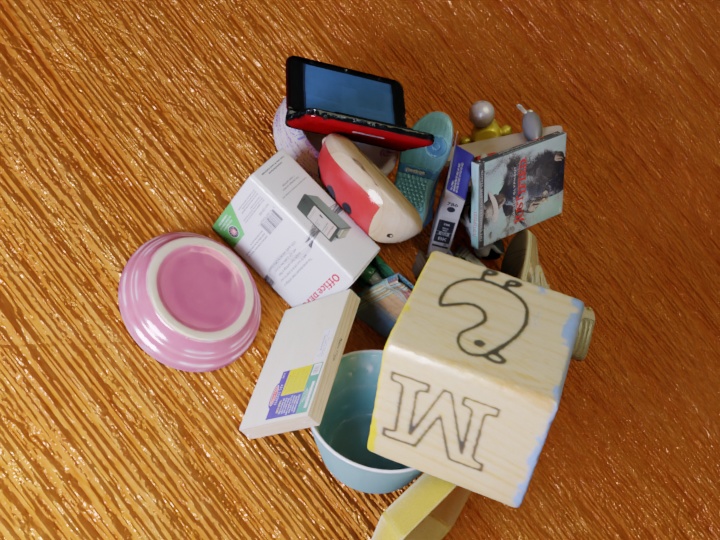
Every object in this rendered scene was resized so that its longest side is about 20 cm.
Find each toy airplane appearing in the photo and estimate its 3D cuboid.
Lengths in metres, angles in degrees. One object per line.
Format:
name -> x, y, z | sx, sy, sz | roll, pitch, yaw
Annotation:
toy airplane -> 0.212, -0.215, 1.515 | 0.199, 0.198, 0.143 | -25, 113, -27

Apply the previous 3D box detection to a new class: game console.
game console -> -0.003, -0.252, 1.307 | 0.198, 0.172, 0.120 | 8, 90, -21

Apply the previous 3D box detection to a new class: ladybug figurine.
ladybug figurine -> 0.005, -0.112, 1.257 | 0.200, 0.072, 0.136 | 49, 9, 22

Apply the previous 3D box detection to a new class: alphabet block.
alphabet block -> 0.138, 0.129, 1.077 | 0.198, 0.198, 0.196 | 18, 40, 11

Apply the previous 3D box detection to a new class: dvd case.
dvd case -> 0.257, -0.132, 1.442 | 0.198, 0.148, 0.022 | -21, 32, -30

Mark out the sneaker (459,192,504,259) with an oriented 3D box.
sneaker -> 0.216, -0.081, 1.540 | 0.200, 0.074, 0.117 | -54, 130, -59

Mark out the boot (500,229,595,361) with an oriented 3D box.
boot -> 0.311, 0.042, 1.472 | 0.153, 0.072, 0.202 | 15, 65, -21

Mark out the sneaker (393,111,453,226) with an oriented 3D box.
sneaker -> 0.097, -0.153, 1.437 | 0.079, 0.131, 0.202 | 23, 94, 8

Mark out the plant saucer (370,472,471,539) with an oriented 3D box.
plant saucer -> 0.072, 0.322, 1.142 | 0.048, 0.201, 0.199 | 37, 45, 22

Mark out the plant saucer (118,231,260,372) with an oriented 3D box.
plant saucer -> -0.221, 0.033, 1.193 | 0.199, 0.051, 0.203 | 15, 57, -24

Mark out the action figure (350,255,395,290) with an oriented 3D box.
action figure -> 0.000, 0.000, 1.335 | 0.200, 0.118, 0.055 | 42, 61, 5

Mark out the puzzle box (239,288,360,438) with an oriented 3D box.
puzzle box -> -0.079, 0.124, 1.181 | 0.025, 0.132, 0.201 | 44, 47, -30

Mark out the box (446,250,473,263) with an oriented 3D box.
box -> 0.196, 0.072, 1.347 | 0.136, 0.038, 0.201 | 22, 34, -60

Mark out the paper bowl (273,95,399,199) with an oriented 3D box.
paper bowl -> -0.044, -0.203, 1.405 | 0.199, 0.104, 0.203 | 15, 56, -24

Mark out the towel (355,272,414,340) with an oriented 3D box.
towel -> 0.064, 0.073, 1.264 | 0.146, 0.200, 0.022 | 40, 68, -7

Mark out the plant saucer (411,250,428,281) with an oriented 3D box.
plant saucer -> 0.132, 0.061, 1.318 | 0.201, 0.029, 0.200 | 56, 8, -11

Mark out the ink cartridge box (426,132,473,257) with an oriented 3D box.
ink cartridge box -> 0.145, -0.113, 1.417 | 0.039, 0.201, 0.100 | 13, 55, 3

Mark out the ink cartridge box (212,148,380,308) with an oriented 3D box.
ink cartridge box -> -0.092, -0.045, 1.259 | 0.200, 0.146, 0.084 | 45, 48, -3

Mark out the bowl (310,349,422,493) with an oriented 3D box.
bowl -> 0.020, 0.215, 1.185 | 0.198, 0.106, 0.202 | 6, 41, -5

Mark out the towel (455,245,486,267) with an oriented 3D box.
towel -> 0.190, 0.080, 1.443 | 0.200, 0.035, 0.193 | 47, 49, -3
